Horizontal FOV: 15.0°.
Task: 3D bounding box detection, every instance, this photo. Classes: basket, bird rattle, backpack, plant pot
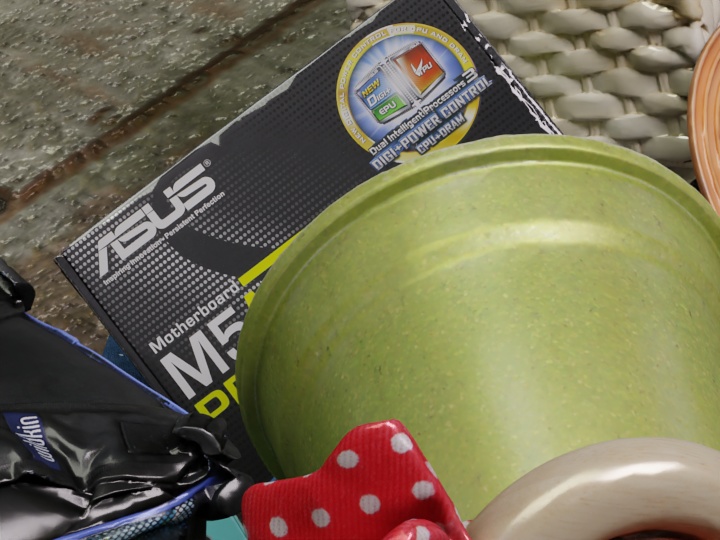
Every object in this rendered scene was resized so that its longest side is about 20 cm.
[{"bbox_3d":[0.100,-0.158,1.210,0.199,0.199,0.161,3,25,37],"label":"basket"},{"bbox_3d":[0.063,0.117,0.848,0.163,0.200,0.113,-33,14,-6],"label":"bird rattle"},{"bbox_3d":[-0.170,0.105,0.941,0.199,0.148,0.183,-15,33,-37],"label":"backpack"},{"bbox_3d":[0.066,0.085,0.979,0.200,0.201,0.185,-16,39,1],"label":"plant pot"}]

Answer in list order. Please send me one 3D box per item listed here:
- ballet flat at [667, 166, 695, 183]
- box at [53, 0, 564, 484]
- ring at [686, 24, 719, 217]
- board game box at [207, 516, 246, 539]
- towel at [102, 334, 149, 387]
[{"bbox_3d":[0.173,-0.022,1.184,0.199,0.071,0.069,-13,28,5],"label":"ballet flat"},{"bbox_3d":[0.000,0.000,1.133,0.200,0.044,0.160,-37,80,-5],"label":"box"},{"bbox_3d":[0.216,-0.028,1.114,0.200,0.019,0.201,14,55,-21],"label":"ring"},{"bbox_3d":[-0.118,0.166,1.029,0.199,0.047,0.151,-13,32,-17],"label":"board game box"},{"bbox_3d":[-0.019,0.033,1.212,0.199,0.049,0.112,-8,34,13],"label":"towel"}]
